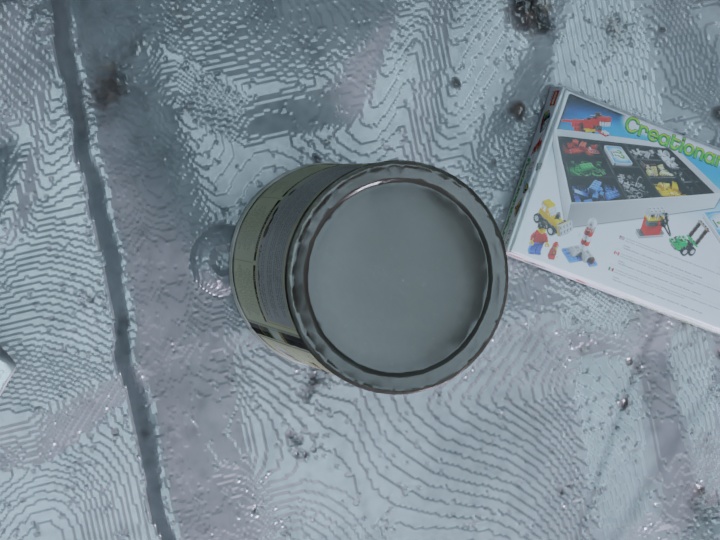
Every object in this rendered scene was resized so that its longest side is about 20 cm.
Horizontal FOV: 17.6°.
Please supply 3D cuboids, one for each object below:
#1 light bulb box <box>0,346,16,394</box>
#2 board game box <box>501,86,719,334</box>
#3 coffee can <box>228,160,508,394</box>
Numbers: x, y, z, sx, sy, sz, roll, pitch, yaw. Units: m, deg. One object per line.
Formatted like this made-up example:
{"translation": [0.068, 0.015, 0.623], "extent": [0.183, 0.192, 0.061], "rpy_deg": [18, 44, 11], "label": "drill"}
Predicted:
{"translation": [-0.360, 0.091, 1.504], "extent": [0.199, 0.125, 0.199], "rpy_deg": [30, 85, -15], "label": "light bulb box"}
{"translation": [0.210, -0.040, 1.690], "extent": [0.199, 0.035, 0.127], "rpy_deg": [20, 88, -14], "label": "board game box"}
{"translation": [0.000, 0.000, 1.553], "extent": [0.145, 0.200, 0.148], "rpy_deg": [-1, 93, -14], "label": "coffee can"}
